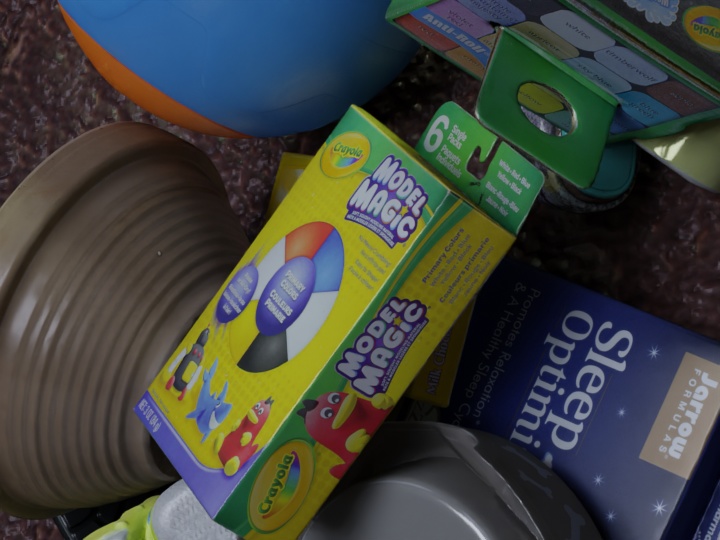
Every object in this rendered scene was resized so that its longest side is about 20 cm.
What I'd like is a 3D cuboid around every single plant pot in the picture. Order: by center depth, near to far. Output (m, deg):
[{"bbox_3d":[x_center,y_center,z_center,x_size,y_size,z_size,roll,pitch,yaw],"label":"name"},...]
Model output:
[{"bbox_3d":[-0.107,0.038,1.234,0.092,0.200,0.202,25,98,26],"label":"plant pot"}]

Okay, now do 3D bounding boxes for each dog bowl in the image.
[{"bbox_3d":[0.032,0.160,1.130,0.199,0.058,0.202,5,98,41],"label":"dog bowl"}]

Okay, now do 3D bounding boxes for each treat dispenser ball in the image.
[{"bbox_3d":[-0.053,-0.165,1.235,0.200,0.200,0.203,-10,75,39],"label":"treat dispenser ball"}]

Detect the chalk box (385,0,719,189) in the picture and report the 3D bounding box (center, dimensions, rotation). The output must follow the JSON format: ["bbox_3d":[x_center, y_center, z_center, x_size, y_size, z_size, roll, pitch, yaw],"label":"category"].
[{"bbox_3d":[0.103,-0.133,1.090,0.124,0.124,0.201,-9,53,63],"label":"chalk box"}]

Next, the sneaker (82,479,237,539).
[{"bbox_3d":[-0.089,0.141,1.257,0.199,0.105,0.076,-24,91,5],"label":"sneaker"}]

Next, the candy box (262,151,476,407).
[{"bbox_3d":[0.000,0.000,1.225,0.200,0.026,0.103,12,85,63],"label":"candy box"}]

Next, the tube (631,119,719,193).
[{"bbox_3d":[0.189,-0.132,1.126,0.058,0.052,0.201,32,99,5],"label":"tube"}]

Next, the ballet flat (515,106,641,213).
[{"bbox_3d":[0.098,-0.124,1.191,0.072,0.072,0.202,-2,79,40],"label":"ballet flat"}]

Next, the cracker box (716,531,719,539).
[{"bbox_3d":[0.208,0.141,1.038,0.133,0.058,0.201,24,96,34],"label":"cracker box"}]

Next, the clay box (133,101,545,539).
[{"bbox_3d":[-0.011,0.013,1.122,0.201,0.047,0.115,-55,32,5],"label":"clay box"}]

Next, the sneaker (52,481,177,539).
[{"bbox_3d":[-0.156,0.085,1.372,0.201,0.075,0.088,66,152,18],"label":"sneaker"}]

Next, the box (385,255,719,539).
[{"bbox_3d":[0.100,0.072,1.149,0.199,0.032,0.122,23,86,36],"label":"box"}]
